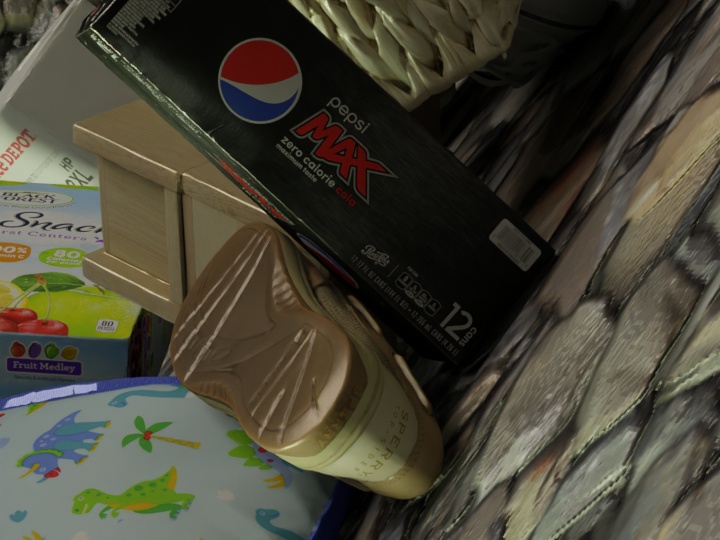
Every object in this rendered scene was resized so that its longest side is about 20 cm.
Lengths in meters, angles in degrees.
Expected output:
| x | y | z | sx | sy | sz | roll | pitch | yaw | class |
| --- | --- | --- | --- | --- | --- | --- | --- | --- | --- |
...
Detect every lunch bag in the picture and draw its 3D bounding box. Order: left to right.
| x | y | z | sx | sy | sz | roll | pitch | yaw | class |
| --- | --- | --- | --- | --- | --- | --- | --- | --- | --- |
| -0.101 | 0.129 | 1.206 | 0.199 | 0.128 | 0.170 | -15 | 28 | 26 | lunch bag |

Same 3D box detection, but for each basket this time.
| x | y | z | sx | sy | sz | roll | pitch | yaw | class |
| --- | --- | --- | --- | --- | --- | --- | --- | --- | --- |
| -0.003 | -0.162 | 1.311 | 0.123 | 0.136 | 0.200 | -26 | 27 | 26 | basket |

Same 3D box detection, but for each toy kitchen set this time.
| x | y | z | sx | sy | sz | roll | pitch | yaw | class |
| --- | --- | --- | --- | --- | --- | --- | --- | --- | --- |
| 0.000 | 0.000 | 1.388 | 0.200 | 0.180 | 0.164 | -24 | -55 | -36 | toy kitchen set |

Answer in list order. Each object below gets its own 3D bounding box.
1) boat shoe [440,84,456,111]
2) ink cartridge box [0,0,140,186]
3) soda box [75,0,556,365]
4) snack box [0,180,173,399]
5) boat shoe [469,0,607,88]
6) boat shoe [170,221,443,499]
| x | y | z | sx | sy | sz | roll | pitch | yaw | class |
| --- | --- | --- | --- | --- | --- | --- | --- | --- | --- |
| 0.031 | -0.120 | 1.569 | 0.071 | 0.076 | 0.200 | -12 | -17 | -2 | boat shoe |
| -0.122 | -0.047 | 1.716 | 0.084 | 0.200 | 0.145 | -57 | 10 | -24 | ink cartridge box |
| -0.019 | -0.051 | 1.196 | 0.063 | 0.200 | 0.071 | -48 | 9 | -6 | soda box |
| -0.182 | 0.017 | 1.506 | 0.200 | 0.168 | 0.068 | -78 | -9 | -68 | snack box |
| 0.076 | -0.119 | 1.446 | 0.200 | 0.073 | 0.067 | -48 | -19 | -82 | boat shoe |
| -0.023 | 0.040 | 1.188 | 0.071 | 0.064 | 0.200 | -53 | 25 | 7 | boat shoe |
